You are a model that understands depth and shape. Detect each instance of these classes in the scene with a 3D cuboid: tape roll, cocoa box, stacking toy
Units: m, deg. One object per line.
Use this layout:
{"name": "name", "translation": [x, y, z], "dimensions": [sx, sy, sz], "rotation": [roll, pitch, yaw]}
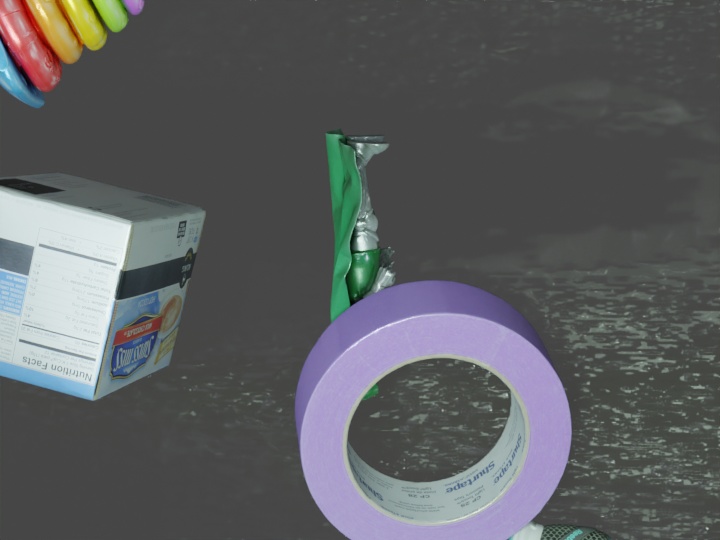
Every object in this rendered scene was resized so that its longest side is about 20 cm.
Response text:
{"name": "tape roll", "translation": [0.052, 0.112, 1.361], "dimensions": [0.198, 0.066, 0.202], "rotation": [-2, 112, -6]}
{"name": "cocoa box", "translation": [-0.213, 0.007, 1.372], "dimensions": [0.132, 0.200, 0.132], "rotation": [14, 97, 9]}
{"name": "stacking toy", "translation": [-0.203, -0.217, 1.416], "dimensions": [0.199, 0.110, 0.117], "rotation": [-26, 86, 0]}

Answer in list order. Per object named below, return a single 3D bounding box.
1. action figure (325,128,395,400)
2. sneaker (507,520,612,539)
{"name": "action figure", "translation": [0.000, 0.000, 1.393], "dimensions": [0.054, 0.118, 0.202], "rotation": [0, 103, -1]}
{"name": "sneaker", "translation": [0.159, 0.284, 1.388], "dimensions": [0.090, 0.078, 0.202], "rotation": [-4, 95, 7]}
